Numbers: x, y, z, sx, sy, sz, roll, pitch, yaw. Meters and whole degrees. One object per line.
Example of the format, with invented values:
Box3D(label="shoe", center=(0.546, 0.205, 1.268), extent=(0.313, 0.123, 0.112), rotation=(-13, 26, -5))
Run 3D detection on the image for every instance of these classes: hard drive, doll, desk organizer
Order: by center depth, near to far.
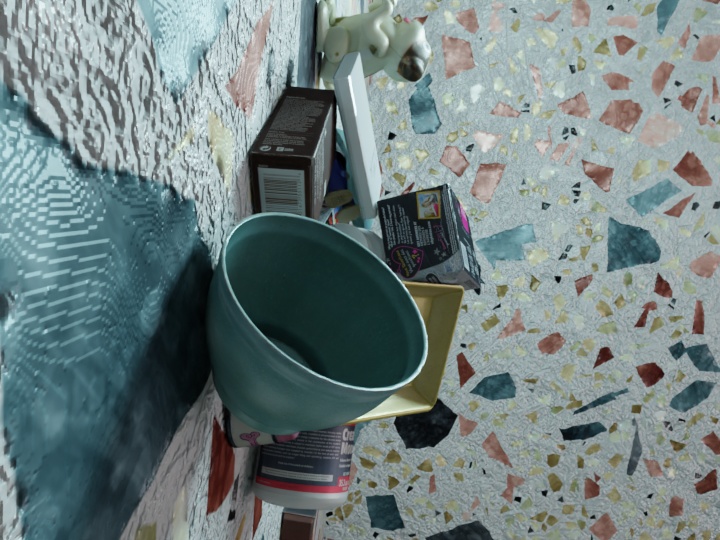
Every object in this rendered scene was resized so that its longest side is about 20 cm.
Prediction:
Box3D(label="hard drive", center=(0.000, -0.194, 0.756), extent=(0.132, 0.026, 0.202), rotation=(-81, 162, -55))
Box3D(label="doll", center=(-0.049, -0.175, 0.827), extent=(0.137, 0.048, 0.201), rotation=(53, 16, -53))
Box3D(label="desk organizer", center=(-0.133, 0.555, 1.208), extent=(0.200, 0.071, 0.078), rotation=(0, 99, -88))

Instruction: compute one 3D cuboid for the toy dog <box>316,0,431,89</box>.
Box3D(label="toy dog", center=(0.026, -0.391, 0.925), extent=(0.140, 0.197, 0.196), rotation=(-78, 174, -64))

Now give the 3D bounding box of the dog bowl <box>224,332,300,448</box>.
Box3D(label="dog bowl", center=(-0.102, 0.116, 0.641), extent=(0.200, 0.073, 0.203), rotation=(7, 90, -88))

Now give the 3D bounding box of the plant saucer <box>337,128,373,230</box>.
Box3D(label="plant saucer", center=(-0.012, -0.158, 0.942), extent=(0.200, 0.027, 0.202), rotation=(164, -90, -82))

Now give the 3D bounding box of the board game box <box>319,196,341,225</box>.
Box3D(label="board game box", center=(-0.079, -0.006, 0.848), extent=(0.126, 0.034, 0.202), rotation=(-39, 141, -53))

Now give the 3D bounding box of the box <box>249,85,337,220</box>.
Box3D(label="box", center=(-0.075, -0.141, 0.642), extent=(0.201, 0.074, 0.101), rotation=(-84, 178, -51))

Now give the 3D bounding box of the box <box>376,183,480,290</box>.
Box3D(label="box", center=(0.111, -0.034, 0.819), extent=(0.200, 0.114, 0.134), rotation=(23, 57, -68))

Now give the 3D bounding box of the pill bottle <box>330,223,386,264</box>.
Box3D(label="pill bottle", center=(0.000, 0.000, 0.833), extent=(0.200, 0.118, 0.121), rotation=(37, 57, -65))

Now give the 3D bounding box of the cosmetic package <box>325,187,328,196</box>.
Box3D(label="cosmetic package", center=(-0.077, -0.113, 0.995), extent=(0.200, 0.051, 0.153), rotation=(68, 32, -86))

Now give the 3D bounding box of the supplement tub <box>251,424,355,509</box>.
Box3D(label="supplement tub", center=(-0.077, 0.232, 0.768), extent=(0.140, 0.139, 0.202), rotation=(89, 7, -75))

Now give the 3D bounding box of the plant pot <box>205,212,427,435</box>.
Box3D(label="plant pot", center=(-0.058, 0.063, 0.480), extent=(0.135, 0.199, 0.201), rotation=(-53, -165, 30))

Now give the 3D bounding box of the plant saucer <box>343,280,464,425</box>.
Box3D(label="plant saucer", center=(0.049, 0.107, 0.745), extent=(0.048, 0.199, 0.202), rotation=(24, -76, 47))
